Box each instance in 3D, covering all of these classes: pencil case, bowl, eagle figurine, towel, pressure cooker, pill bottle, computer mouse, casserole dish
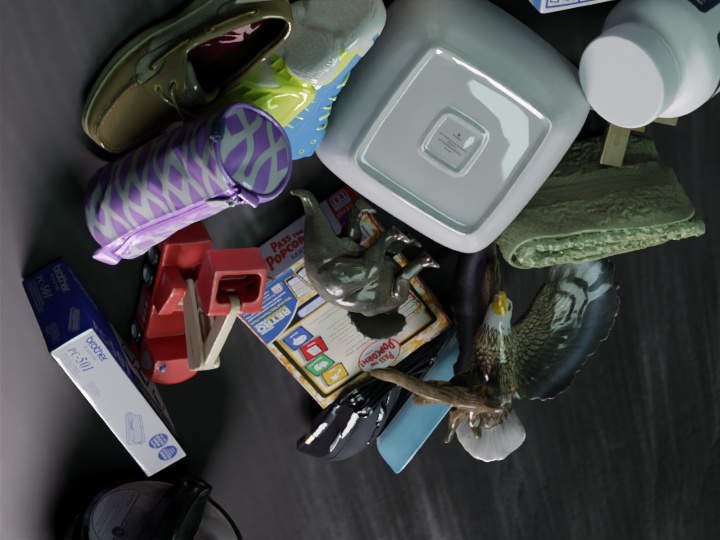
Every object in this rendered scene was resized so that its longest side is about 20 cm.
[{"bbox_3d":[-0.138,-0.067,1.454,0.084,0.086,0.199,19,155,-36],"label":"pencil case"},{"bbox_3d":[0.075,-0.120,1.537,0.199,0.075,0.200,33,111,-12],"label":"bowl"},{"bbox_3d":[0.130,0.056,1.664,0.152,0.200,0.151,42,141,-7],"label":"eagle figurine"},{"bbox_3d":[0.199,-0.067,1.669,0.199,0.149,0.037,-10,132,-17],"label":"towel"},{"bbox_3d":[-0.201,0.295,1.758,0.178,0.176,0.201,-3,135,-32],"label":"pressure cooker"},{"bbox_3d":[0.271,-0.197,1.556,0.200,0.111,0.112,-35,148,-41],"label":"pill bottle"},{"bbox_3d":[-0.010,0.148,1.747,0.140,0.046,0.200,-28,170,-47],"label":"computer mouse"},{"bbox_3d":[0.073,0.110,1.799,0.039,0.121,0.200,34,114,-4],"label":"casserole dish"}]

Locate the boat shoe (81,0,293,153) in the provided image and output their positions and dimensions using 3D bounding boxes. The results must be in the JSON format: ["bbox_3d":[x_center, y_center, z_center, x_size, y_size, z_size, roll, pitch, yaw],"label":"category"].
[{"bbox_3d":[-0.136,-0.157,1.446,0.200,0.067,0.074,-41,138,13],"label":"boat shoe"}]

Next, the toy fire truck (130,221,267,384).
[{"bbox_3d":[-0.141,0.036,1.570,0.048,0.141,0.201,-4,131,-26],"label":"toy fire truck"}]

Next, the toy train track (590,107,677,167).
[{"bbox_3d":[0.196,-0.160,1.656,0.199,0.033,0.116,8,102,-25],"label":"toy train track"}]

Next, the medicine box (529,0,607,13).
[{"bbox_3d":[0.218,-0.322,1.468,0.199,0.103,0.183,-13,135,-19],"label":"medicine box"}]

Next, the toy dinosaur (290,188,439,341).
[{"bbox_3d":[0.000,0.000,1.600,0.102,0.077,0.200,-48,138,6],"label":"toy dinosaur"}]

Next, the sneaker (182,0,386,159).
[{"bbox_3d":[-0.048,-0.152,1.505,0.199,0.076,0.105,-32,149,19],"label":"sneaker"}]

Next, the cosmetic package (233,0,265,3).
[{"bbox_3d":[-0.011,-0.272,1.407,0.199,0.071,0.106,-10,134,-22],"label":"cosmetic package"}]

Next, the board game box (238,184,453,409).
[{"bbox_3d":[-0.021,0.030,1.705,0.151,0.046,0.200,-35,138,3],"label":"board game box"}]

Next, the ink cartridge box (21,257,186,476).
[{"bbox_3d":[-0.222,0.087,1.608,0.044,0.094,0.200,-30,138,-1],"label":"ink cartridge box"}]
